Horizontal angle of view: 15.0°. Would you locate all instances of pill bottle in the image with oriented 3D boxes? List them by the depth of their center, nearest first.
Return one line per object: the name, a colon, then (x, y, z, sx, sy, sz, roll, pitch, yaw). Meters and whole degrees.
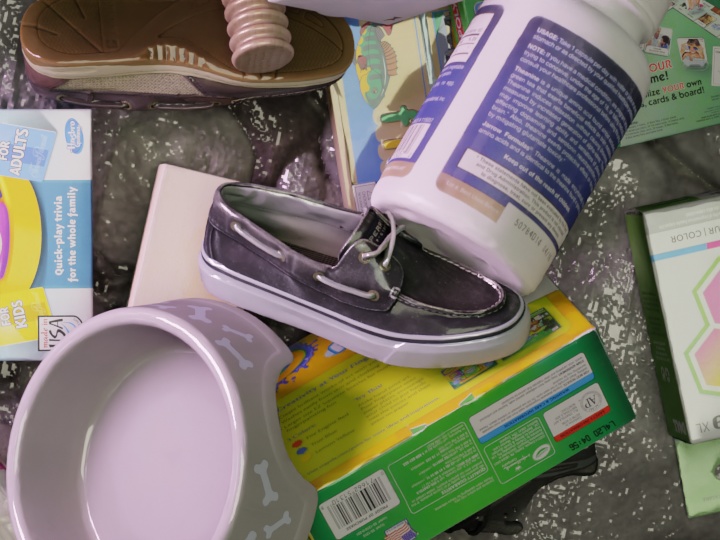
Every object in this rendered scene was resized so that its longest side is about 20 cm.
pill bottle: (0.099, -0.095, 1.584, 0.111, 0.111, 0.200, 32, 78, -7)

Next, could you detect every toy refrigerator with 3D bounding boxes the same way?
toy refrigerator: (-0.109, 0.041, 1.642, 0.070, 0.076, 0.201, 14, 89, -7)

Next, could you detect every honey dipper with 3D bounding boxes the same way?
honey dipper: (-0.072, -0.213, 1.629, 0.038, 0.038, 0.201, -7, 67, -6)

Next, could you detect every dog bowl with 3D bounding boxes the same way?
dog bowl: (-0.118, 0.111, 1.538, 0.199, 0.059, 0.201, -7, 78, 36)

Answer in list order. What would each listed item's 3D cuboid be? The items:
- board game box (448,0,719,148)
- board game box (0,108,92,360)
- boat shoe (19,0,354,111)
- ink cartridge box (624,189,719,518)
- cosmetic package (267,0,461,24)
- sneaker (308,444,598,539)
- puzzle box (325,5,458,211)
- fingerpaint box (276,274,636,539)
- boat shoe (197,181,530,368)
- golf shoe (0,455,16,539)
board game box: (0.158, -0.144, 1.676, 0.199, 0.029, 0.135, -13, 93, -16)
board game box: (-0.260, -0.021, 1.637, 0.199, 0.047, 0.152, -1, 92, -7)
boat shoe: (-0.105, -0.131, 1.644, 0.199, 0.065, 0.073, 4, 62, -6)
ink cartridge box: (0.237, 0.049, 1.691, 0.103, 0.059, 0.201, -12, 93, -6)
cosmetic package: (0.001, -0.255, 1.606, 0.107, 0.085, 0.201, 2, 78, -47)
sneaker: (0.056, 0.137, 1.662, 0.199, 0.077, 0.084, -24, 116, 7)
puzzle box: (0.045, -0.114, 1.681, 0.132, 0.025, 0.201, -10, 93, -7)
fingerpaint box: (0.037, 0.078, 1.609, 0.200, 0.167, 0.074, -30, 118, -5)
boat shoe: (0.000, 0.000, 1.548, 0.199, 0.072, 0.071, 12, 129, 12)
golf shoe: (-0.233, 0.145, 1.633, 0.200, 0.075, 0.092, 34, 91, -5)
